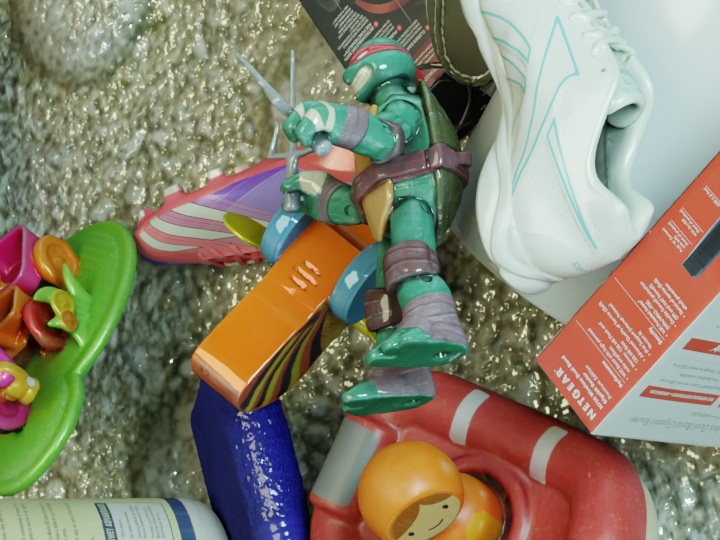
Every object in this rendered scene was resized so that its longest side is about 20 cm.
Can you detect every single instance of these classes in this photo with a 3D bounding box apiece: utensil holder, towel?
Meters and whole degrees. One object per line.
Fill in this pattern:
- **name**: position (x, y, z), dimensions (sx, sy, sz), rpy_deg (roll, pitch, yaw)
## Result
- **utensil holder**: position (0.153, -0.078, 1.278), dimensions (0.170, 0.169, 0.201), rpy_deg (43, 111, 32)
- **towel**: position (-0.043, 0.151, 1.434), dimensions (0.148, 0.049, 0.201), rpy_deg (116, 139, -69)

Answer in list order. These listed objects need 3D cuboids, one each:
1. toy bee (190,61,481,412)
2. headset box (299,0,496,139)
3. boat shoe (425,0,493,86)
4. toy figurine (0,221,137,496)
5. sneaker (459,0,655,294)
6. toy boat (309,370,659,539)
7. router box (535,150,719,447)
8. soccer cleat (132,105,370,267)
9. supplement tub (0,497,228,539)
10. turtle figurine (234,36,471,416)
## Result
- **toy bee**: position (0.000, 0.000, 1.383), dimensions (0.199, 0.109, 0.131), rpy_deg (-31, 70, 3)
- **headset box**: position (0.041, -0.179, 1.421), dimensions (0.149, 0.075, 0.201), rpy_deg (-46, 64, 27)
- **boat shoe**: position (0.073, -0.177, 1.276), dimensions (0.072, 0.060, 0.203), rpy_deg (16, 118, 0)
- **toy figurine**: position (-0.245, 0.006, 1.477), dimensions (0.150, 0.184, 0.201), rpy_deg (-36, 32, 31)
- **sneaker**: position (0.095, -0.094, 1.179), dimensions (0.080, 0.070, 0.202), rpy_deg (-16, 75, 42)
- **toy boat**: position (0.047, 0.121, 1.283), dimensions (0.199, 0.131, 0.131), rpy_deg (22, 86, 37)
- **router box**: position (0.202, 0.004, 1.210), dimensions (0.180, 0.199, 0.049), rpy_deg (-49, 58, 21)
- **soccer cleat**: position (-0.051, -0.030, 1.493), dimensions (0.199, 0.067, 0.077), rpy_deg (-23, 86, 34)
- **supplement tub**: position (-0.178, 0.200, 1.451), dimensions (0.145, 0.198, 0.146), rpy_deg (-178, 90, -72)
- **turtle figurine**: position (0.004, -0.041, 1.240), dimensions (0.100, 0.150, 0.201), rpy_deg (-12, 69, 1)
